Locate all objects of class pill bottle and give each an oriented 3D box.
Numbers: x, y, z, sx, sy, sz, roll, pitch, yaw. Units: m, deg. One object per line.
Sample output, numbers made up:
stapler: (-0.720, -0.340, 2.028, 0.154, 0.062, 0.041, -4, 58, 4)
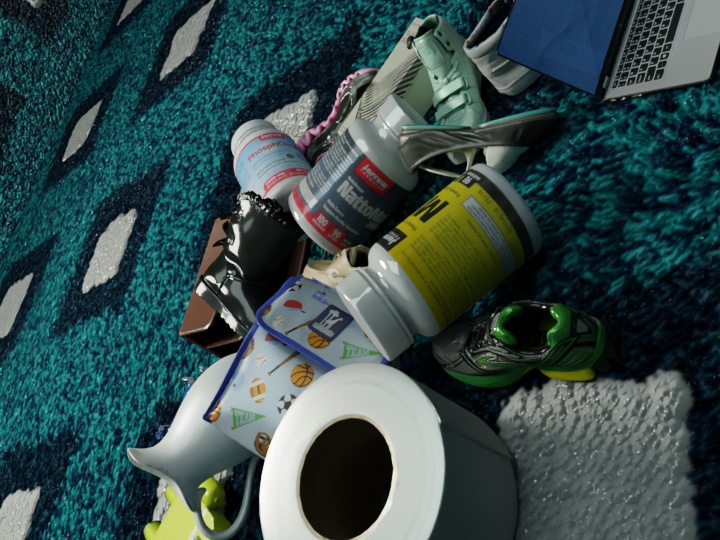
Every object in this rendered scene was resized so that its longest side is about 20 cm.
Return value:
pill bottle: (0.008, -0.127, 1.070, 0.200, 0.119, 0.120, -47, 35, 18)
pill bottle: (-0.128, -0.141, 1.218, 0.109, 0.108, 0.201, -47, 46, 15)
pill bottle: (0.079, -0.006, 0.833, 0.199, 0.115, 0.114, -38, 33, -6)

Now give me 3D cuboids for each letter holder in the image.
letter holder: (-0.167, 0.016, 1.207, 0.140, 0.100, 0.204, -16, 51, 43)

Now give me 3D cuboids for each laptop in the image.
laptop: (0.275, -0.291, 0.851, 0.198, 0.115, 0.191, 1, 65, 53)

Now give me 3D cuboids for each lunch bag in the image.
lunch bag: (-0.052, 0.122, 0.903, 0.168, 0.124, 0.203, 26, 79, 23)

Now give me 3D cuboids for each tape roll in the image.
tape roll: (0.024, 0.201, 0.730, 0.200, 0.138, 0.207, -19, 57, 31)

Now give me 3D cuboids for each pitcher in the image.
pitcher: (-0.168, 0.219, 1.028, 0.200, 0.172, 0.121, -44, 8, -24)

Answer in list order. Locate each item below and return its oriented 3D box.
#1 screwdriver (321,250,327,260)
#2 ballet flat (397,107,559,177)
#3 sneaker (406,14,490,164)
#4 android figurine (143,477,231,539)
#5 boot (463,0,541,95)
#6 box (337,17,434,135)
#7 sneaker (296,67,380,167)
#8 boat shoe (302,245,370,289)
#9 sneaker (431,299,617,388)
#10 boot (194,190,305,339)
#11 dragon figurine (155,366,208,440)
screwdriver: (-0.044, -0.048, 1.162, 0.029, 0.027, 0.204, 124, 163, -69)
ballet flat: (0.138, -0.146, 0.952, 0.196, 0.068, 0.070, -2, 99, 27)
sneaker: (0.104, -0.235, 1.031, 0.073, 0.117, 0.204, -27, 45, 35)
android figurine: (-0.233, 0.362, 1.071, 0.185, 0.041, 0.199, -60, 31, -3)
boot: (0.215, -0.304, 0.958, 0.200, 0.095, 0.074, -43, 36, 22)
box: (0.058, -0.251, 1.149, 0.202, 0.068, 0.082, -56, 32, 5)
sneaker: (-0.018, -0.210, 1.224, 0.201, 0.078, 0.096, -49, 39, 28)
boat shoe: (0.000, 0.000, 0.999, 0.197, 0.071, 0.066, 9, 114, 44)
sneaker: (0.141, 0.060, 0.776, 0.198, 0.085, 0.080, -15, 52, 48)
boot: (-0.125, 0.003, 1.085, 0.197, 0.073, 0.164, 38, 103, 22)
dragon figurine: (-0.221, 0.197, 1.157, 0.198, 0.058, 0.101, -27, 49, 39)
